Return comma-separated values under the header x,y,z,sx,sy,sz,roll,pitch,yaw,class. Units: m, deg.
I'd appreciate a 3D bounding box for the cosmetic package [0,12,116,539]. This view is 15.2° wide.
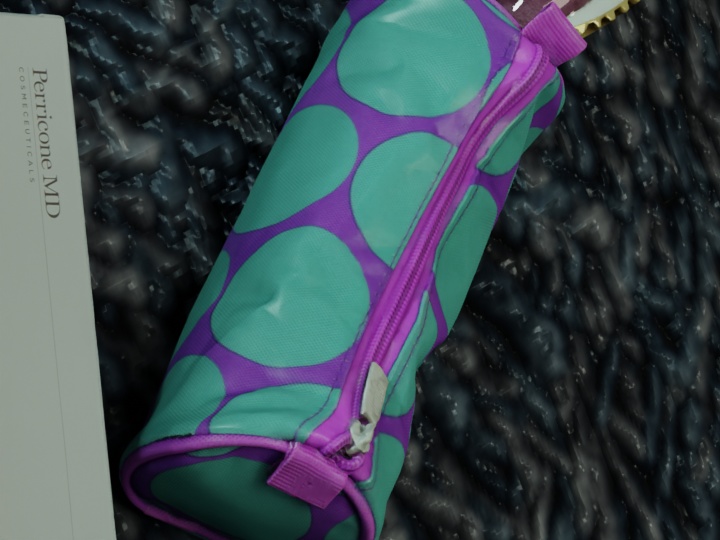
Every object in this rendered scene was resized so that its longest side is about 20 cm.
x,y,z,sx,sy,sz,roll,pitch,yaw,class
-0.142,0.028,0.737,0.150,0.052,0.201,0,81,-43,cosmetic package

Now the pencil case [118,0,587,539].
x,y,z,sx,sy,sz,roll,pitch,yaw,class
0.000,0.000,0.857,0.085,0.092,0.201,44,53,-29,pencil case

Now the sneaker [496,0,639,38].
x,y,z,sx,sy,sz,roll,pitch,yaw,class
0.075,-0.146,0.986,0.090,0.075,0.200,53,43,-13,sneaker
